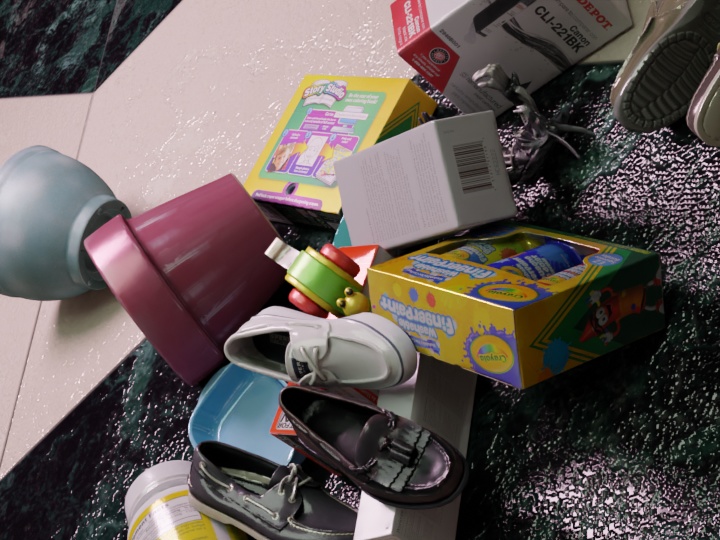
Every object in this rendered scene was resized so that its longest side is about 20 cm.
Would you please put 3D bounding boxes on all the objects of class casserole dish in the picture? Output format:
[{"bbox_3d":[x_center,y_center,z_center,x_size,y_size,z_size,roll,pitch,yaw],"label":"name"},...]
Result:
[{"bbox_3d":[-0.109,0.165,1.550,0.121,0.039,0.200,-52,35,2],"label":"casserole dish"}]

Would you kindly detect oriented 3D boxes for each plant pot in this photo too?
[{"bbox_3d":[-0.175,-0.004,1.653,0.179,0.200,0.200,-36,36,-3],"label":"plant pot"},{"bbox_3d":[-0.377,-0.047,1.924,0.133,0.200,0.201,16,71,24],"label":"plant pot"}]

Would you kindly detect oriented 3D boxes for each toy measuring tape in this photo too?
[{"bbox_3d":[-0.054,-0.002,1.425,0.074,0.073,0.200,-54,38,-1],"label":"toy measuring tape"}]

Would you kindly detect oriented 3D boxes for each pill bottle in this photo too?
[{"bbox_3d":[-0.160,0.280,1.447,0.114,0.114,0.200,-46,35,9],"label":"pill bottle"}]

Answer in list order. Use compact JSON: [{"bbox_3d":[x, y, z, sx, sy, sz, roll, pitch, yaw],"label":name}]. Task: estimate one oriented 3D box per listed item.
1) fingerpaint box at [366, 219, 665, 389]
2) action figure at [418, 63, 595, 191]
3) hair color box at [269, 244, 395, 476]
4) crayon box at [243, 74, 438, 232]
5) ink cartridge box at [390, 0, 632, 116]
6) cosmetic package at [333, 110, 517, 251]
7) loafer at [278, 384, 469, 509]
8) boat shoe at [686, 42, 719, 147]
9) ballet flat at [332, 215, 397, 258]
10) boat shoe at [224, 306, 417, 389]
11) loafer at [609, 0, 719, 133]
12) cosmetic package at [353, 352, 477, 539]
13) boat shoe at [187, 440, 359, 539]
[{"bbox_3d":[0.131,0.022,1.290,0.166,0.074,0.200,-19,20,-31],"label":"fingerpaint box"},{"bbox_3d":[0.128,-0.132,1.478,0.199,0.102,0.119,-9,43,46],"label":"action figure"},{"bbox_3d":[-0.004,0.087,1.442,0.061,0.101,0.201,-4,58,45],"label":"hair color box"},{"bbox_3d":[-0.028,-0.133,1.691,0.199,0.058,0.173,12,69,52],"label":"crayon box"},{"bbox_3d":[0.152,-0.259,1.518,0.200,0.144,0.084,-34,41,26],"label":"ink cartridge box"},{"bbox_3d":[0.058,-0.078,1.426,0.200,0.071,0.102,-14,89,60],"label":"cosmetic package"},{"bbox_3d":[0.003,0.146,1.273,0.199,0.063,0.072,18,71,46],"label":"loafer"},{"bbox_3d":[0.347,-0.192,1.307,0.200,0.072,0.059,-52,29,-4],"label":"boat shoe"},{"bbox_3d":[0.000,0.000,1.540,0.068,0.067,0.201,-4,58,53],"label":"ballet flat"},{"bbox_3d":[-0.039,0.078,1.338,0.199,0.074,0.065,1,22,44],"label":"boat shoe"},{"bbox_3d":[0.296,-0.213,1.391,0.200,0.075,0.070,-52,24,-6],"label":"loafer"},{"bbox_3d":[0.050,0.161,1.336,0.050,0.082,0.201,-17,48,38],"label":"cosmetic package"},{"bbox_3d":[-0.076,0.210,1.392,0.199,0.063,0.073,15,29,27],"label":"boat shoe"}]
